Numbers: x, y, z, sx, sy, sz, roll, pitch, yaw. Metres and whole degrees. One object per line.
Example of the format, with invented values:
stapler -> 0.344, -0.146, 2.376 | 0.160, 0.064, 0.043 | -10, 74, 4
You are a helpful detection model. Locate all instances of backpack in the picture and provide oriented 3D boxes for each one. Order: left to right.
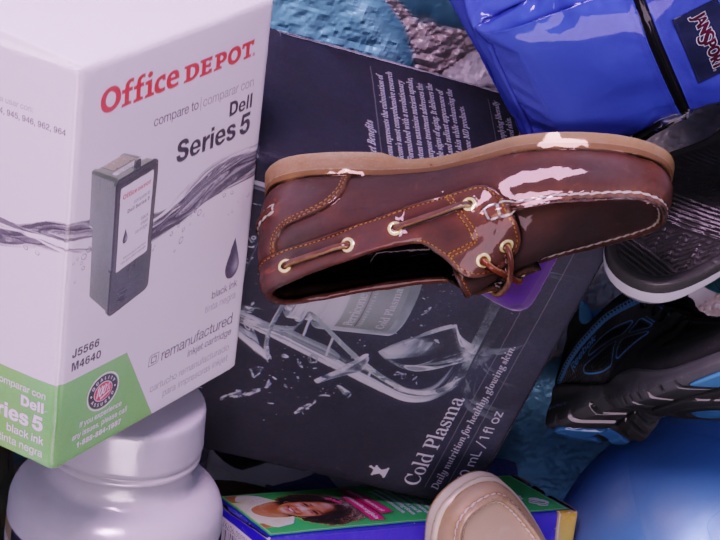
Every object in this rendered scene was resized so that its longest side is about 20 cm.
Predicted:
backpack -> 0.142, -0.155, 1.161 | 0.199, 0.168, 0.163 | -22, 140, 10

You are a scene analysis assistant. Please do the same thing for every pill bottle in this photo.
pill bottle -> -0.129, 0.154, 1.257 | 0.110, 0.111, 0.201 | 4, 114, -9

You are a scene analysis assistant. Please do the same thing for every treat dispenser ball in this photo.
treat dispenser ball -> 0.205, 0.182, 1.420 | 0.200, 0.201, 0.202 | -3, 130, -4

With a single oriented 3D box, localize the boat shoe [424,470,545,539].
boat shoe -> 0.096, 0.198, 1.323 | 0.074, 0.069, 0.201 | -34, 120, -18

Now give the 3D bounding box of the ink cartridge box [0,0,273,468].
ink cartridge box -> -0.123, -0.032, 1.143 | 0.084, 0.145, 0.201 | 22, 119, 28

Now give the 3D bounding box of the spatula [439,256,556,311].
spatula -> 0.101, -0.060, 1.230 | 0.056, 0.200, 0.021 | 28, 141, 9

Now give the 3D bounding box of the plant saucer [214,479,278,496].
plant saucer -> -0.095, 0.214, 1.388 | 0.199, 0.037, 0.201 | -9, 119, -17

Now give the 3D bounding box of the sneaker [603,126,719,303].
sneaker -> 0.186, -0.023, 1.284 | 0.083, 0.200, 0.121 | 33, 144, 21

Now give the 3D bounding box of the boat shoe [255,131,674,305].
boat shoe -> 0.049, -0.018, 1.145 | 0.199, 0.071, 0.070 | -6, 147, 14

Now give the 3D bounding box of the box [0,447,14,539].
box -> -0.244, 0.154, 1.363 | 0.096, 0.176, 0.201 | -3, 130, -5

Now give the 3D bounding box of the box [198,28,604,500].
box -> 0.000, 0.000, 1.301 | 0.196, 0.124, 0.201 | 15, 126, -15

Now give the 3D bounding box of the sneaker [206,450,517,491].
sneaker -> -0.003, 0.115, 1.420 | 0.198, 0.081, 0.116 | 2, 131, -6

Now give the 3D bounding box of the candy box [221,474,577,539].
candy box -> 0.011, 0.207, 1.364 | 0.199, 0.077, 0.170 | -3, 107, -31

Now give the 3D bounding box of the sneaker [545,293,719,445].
sneaker -> 0.163, 0.041, 1.323 | 0.073, 0.082, 0.200 | 13, 164, -28
